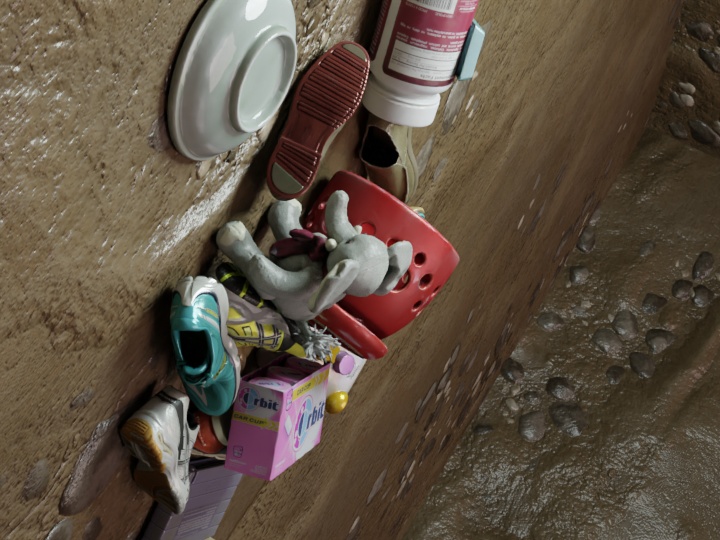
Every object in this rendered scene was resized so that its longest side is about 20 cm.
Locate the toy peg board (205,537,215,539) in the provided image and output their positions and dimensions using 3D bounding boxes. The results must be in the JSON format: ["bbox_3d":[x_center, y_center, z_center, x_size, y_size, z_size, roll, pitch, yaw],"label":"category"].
[{"bbox_3d":[-0.249,0.539,1.735,0.200,0.097,0.201,-48,157,-40],"label":"toy peg board"}]

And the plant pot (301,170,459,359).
[{"bbox_3d":[0.000,0.000,1.508,0.183,0.199,0.201,-54,162,-8],"label":"plant pot"}]

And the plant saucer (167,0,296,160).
[{"bbox_3d":[-0.110,-0.192,1.142,0.201,0.050,0.201,-53,160,-28],"label":"plant saucer"}]

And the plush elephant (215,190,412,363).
[{"bbox_3d":[-0.038,-0.013,1.320,0.154,0.202,0.164,-31,173,30],"label":"plush elephant"}]

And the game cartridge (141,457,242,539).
[{"bbox_3d":[-0.225,0.314,1.585,0.131,0.038,0.200,-61,164,4],"label":"game cartridge"}]

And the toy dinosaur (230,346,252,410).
[{"bbox_3d":[-0.158,0.111,1.437,0.102,0.058,0.200,-68,163,12],"label":"toy dinosaur"}]

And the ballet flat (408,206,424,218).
[{"bbox_3d":[0.022,-0.037,1.686,0.068,0.063,0.201,-12,148,-43],"label":"ballet flat"}]

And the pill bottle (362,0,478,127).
[{"bbox_3d":[0.073,-0.286,1.433,0.114,0.113,0.202,-36,149,-56],"label":"pill bottle"}]

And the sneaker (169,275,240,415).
[{"bbox_3d":[-0.181,0.096,1.294,0.201,0.076,0.080,84,9,-45],"label":"sneaker"}]

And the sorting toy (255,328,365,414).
[{"bbox_3d":[-0.073,0.101,1.654,0.201,0.106,0.180,-60,144,-10],"label":"sorting toy"}]

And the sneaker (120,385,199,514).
[{"bbox_3d":[-0.219,0.212,1.376,0.088,0.075,0.201,-52,160,-32],"label":"sneaker"}]

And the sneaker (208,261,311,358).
[{"bbox_3d":[-0.124,0.058,1.383,0.076,0.076,0.200,-41,136,12],"label":"sneaker"}]

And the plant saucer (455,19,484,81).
[{"bbox_3d":[0.133,-0.292,1.504,0.200,0.019,0.071,-96,-160,-70],"label":"plant saucer"}]

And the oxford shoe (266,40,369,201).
[{"bbox_3d":[-0.055,-0.171,1.342,0.201,0.070,0.075,-60,-173,-10],"label":"oxford shoe"}]

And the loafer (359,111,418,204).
[{"bbox_3d":[0.032,-0.154,1.591,0.068,0.075,0.201,-50,149,-33],"label":"loafer"}]

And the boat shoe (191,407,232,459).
[{"bbox_3d":[-0.179,0.213,1.525,0.062,0.072,0.200,-21,168,8],"label":"boat shoe"}]

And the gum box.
[{"bbox_3d":[-0.101,0.182,1.508,0.200,0.065,0.115,-22,123,-72],"label":"gum box"}]
